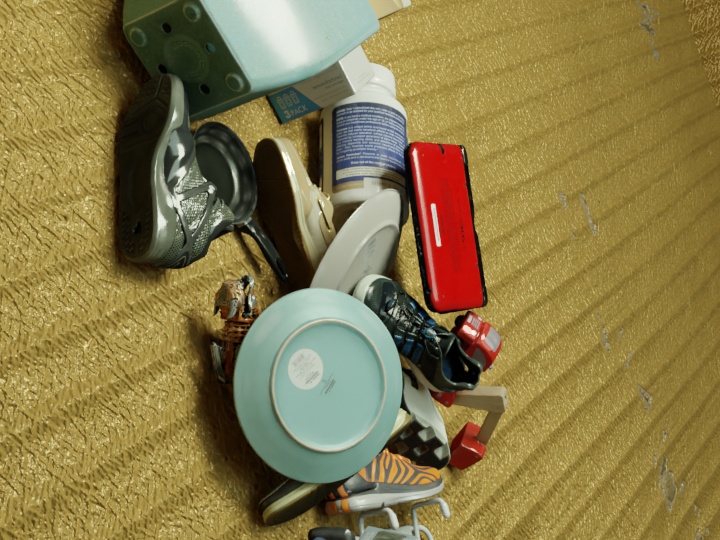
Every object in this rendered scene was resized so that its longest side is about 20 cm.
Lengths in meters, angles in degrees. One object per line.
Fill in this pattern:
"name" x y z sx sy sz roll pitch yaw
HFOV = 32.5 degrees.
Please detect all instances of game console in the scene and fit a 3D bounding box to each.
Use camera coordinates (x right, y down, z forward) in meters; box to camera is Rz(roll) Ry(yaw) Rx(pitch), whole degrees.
"game console" 0.079 -0.046 1.513 0.172 0.118 0.201 -4 84 -53

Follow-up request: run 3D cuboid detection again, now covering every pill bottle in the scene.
"pill bottle" 0.004 -0.151 1.535 0.111 0.111 0.201 29 53 -47

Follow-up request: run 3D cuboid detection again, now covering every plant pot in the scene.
"plant pot" -0.136 -0.269 1.316 0.196 0.196 0.200 59 40 -20

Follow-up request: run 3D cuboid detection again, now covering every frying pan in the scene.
"frying pan" -0.133 -0.083 1.372 0.190 0.031 0.115 49 40 -38

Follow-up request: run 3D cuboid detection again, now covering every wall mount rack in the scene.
"wall mount rack" 0.062 0.357 1.422 0.200 0.074 0.175 5 72 -55

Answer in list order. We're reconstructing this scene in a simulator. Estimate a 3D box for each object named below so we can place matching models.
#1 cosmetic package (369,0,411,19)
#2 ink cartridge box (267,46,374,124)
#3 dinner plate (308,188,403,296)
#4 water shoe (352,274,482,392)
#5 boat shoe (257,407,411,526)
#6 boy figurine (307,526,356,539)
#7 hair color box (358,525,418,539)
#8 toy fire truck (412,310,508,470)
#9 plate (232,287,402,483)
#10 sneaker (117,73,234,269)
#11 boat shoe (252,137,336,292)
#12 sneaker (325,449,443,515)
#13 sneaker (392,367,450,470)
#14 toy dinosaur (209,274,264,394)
"cosmetic package" -0.027 -0.337 1.582 0.200 0.105 0.071 -38 108 -54
"ink cartridge box" -0.083 -0.290 1.465 0.201 0.115 0.068 62 34 -16
"dinner plate" 0.000 0.000 1.420 0.200 0.024 0.201 -49 156 -30
"water shoe" 0.071 0.070 1.432 0.200 0.079 0.072 44 61 -35
"boat shoe" -0.036 0.198 1.325 0.200 0.073 0.065 -32 71 -29
"boy figurine" -0.059 0.348 1.256 0.125 0.064 0.200 66 30 -22
"hair color box" 0.014 0.380 1.276 0.099 0.060 0.201 -38 132 -63
"toy fire truck" 0.135 0.153 1.563 0.141 0.200 0.049 35 40 -4
"plate" -0.036 0.118 1.268 0.199 0.026 0.202 3 85 -30
"sneaker" -0.186 -0.095 1.261 0.114 0.076 0.201 20 62 -53
"boat shoe" -0.065 -0.061 1.417 0.069 0.074 0.201 -27 108 -39
"sneaker" 0.027 0.215 1.432 0.200 0.077 0.113 5 72 -55
"sneaker" 0.040 0.152 1.500 0.200 0.074 0.089 54 23 -30
"toy dinosaur" -0.103 0.100 1.303 0.135 0.102 0.201 -26 133 -43
